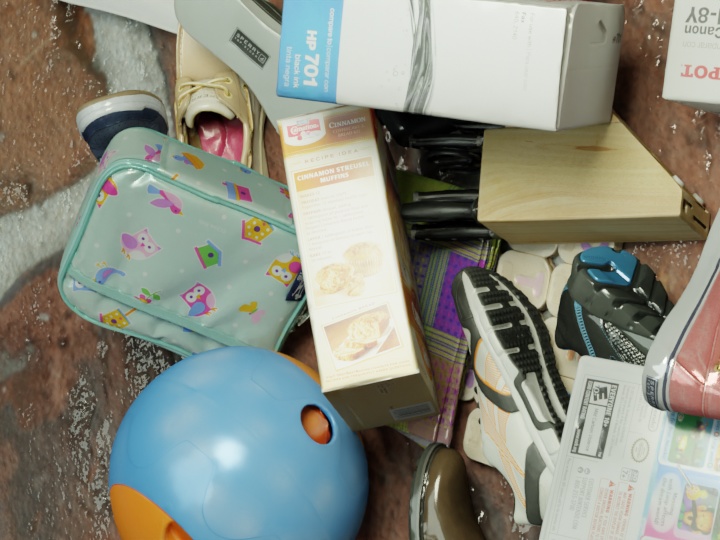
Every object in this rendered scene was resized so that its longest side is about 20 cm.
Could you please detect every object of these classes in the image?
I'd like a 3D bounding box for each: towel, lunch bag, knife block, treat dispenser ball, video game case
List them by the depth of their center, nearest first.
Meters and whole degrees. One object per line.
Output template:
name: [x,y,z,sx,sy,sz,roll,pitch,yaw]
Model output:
video game case: [0.206,0.168,1.358,0.180,0.024,0.202,10,80,24]
knife block: [0.124,-0.048,1.498,0.176,0.064,0.200,-45,60,11]
treat dispenser ball: [-0.092,0.159,1.608,0.200,0.200,0.203,-3,86,40]
towel: [0.040,0.029,1.614,0.143,0.023,0.202,20,100,46]
lunch bag: [-0.130,-0.007,1.656,0.077,0.199,0.161,-87,23,-62]

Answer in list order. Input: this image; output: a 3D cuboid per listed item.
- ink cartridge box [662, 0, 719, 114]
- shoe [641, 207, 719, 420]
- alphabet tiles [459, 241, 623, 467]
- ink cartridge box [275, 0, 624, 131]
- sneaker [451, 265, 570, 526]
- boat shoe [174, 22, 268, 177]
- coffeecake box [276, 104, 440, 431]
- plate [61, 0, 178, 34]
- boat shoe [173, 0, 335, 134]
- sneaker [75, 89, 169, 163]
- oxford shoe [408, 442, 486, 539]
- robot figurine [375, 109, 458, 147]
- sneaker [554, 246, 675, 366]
ink cartridge box: [0.289,-0.200,1.384,0.144,0.083,0.202,10,94,40]
shoe: [0.262,0.019,1.362,0.090,0.072,0.201,15,55,28]
alphabet tiles: [0.133,0.052,1.546,0.194,0.015,0.202,16,97,39]
ink cartridge box: [0.062,-0.148,1.414,0.198,0.146,0.087,10,99,21]
sneaker: [0.105,0.091,1.510,0.080,0.073,0.201,-37,66,34]
boat shoe: [-0.116,-0.127,1.718,0.073,0.069,0.202,-13,83,14]
coffeecake box: [0.000,0.000,1.528,0.072,0.154,0.202,-12,74,5]
plate: [-0.179,-0.315,1.817,0.199,0.032,0.202,20,100,39]
boat shoe: [-0.060,-0.168,1.683,0.200,0.064,0.071,47,118,6]
sneaker: [-0.176,-0.068,1.712,0.069,0.200,0.109,-16,73,1]
oxford shoe: [0.088,0.222,1.545,0.084,0.072,0.202,-14,86,29]
robot figurine: [0.016,-0.191,1.585,0.150,0.124,0.201,-43,62,27]
sneaker: [0.215,0.070,1.447,0.200,0.073,0.082,45,135,26]
